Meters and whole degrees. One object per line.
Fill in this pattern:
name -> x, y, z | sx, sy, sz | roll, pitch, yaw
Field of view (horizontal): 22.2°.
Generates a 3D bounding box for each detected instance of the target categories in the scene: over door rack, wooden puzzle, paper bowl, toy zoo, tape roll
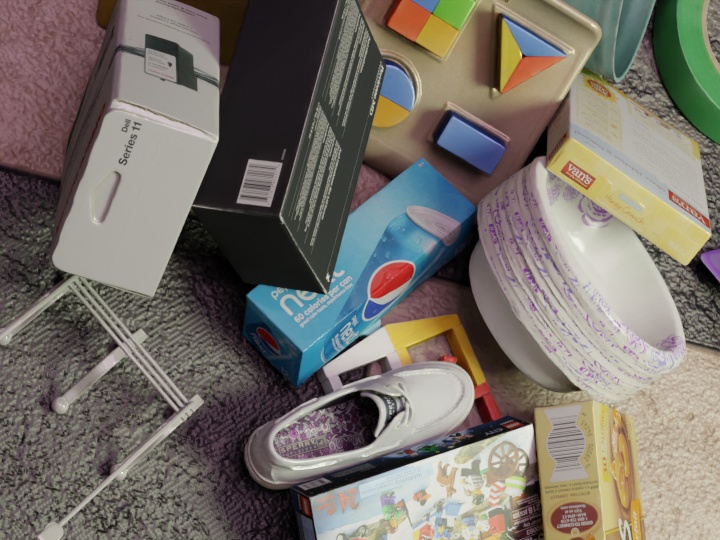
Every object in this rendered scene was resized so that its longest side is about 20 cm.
over door rack -> -0.226, 0.102, 1.347 | 0.148, 0.067, 0.200 | 49, 44, -1
wooden puzzle -> 0.073, -0.156, 1.493 | 0.184, 0.046, 0.201 | 29, 107, -10
paper bowl -> 0.164, 0.016, 1.478 | 0.200, 0.104, 0.201 | 42, 27, -27
toy zoo -> 0.049, 0.121, 1.479 | 0.130, 0.020, 0.202 | -20, 82, -24
tape roll -> 0.366, -0.206, 1.682 | 0.199, 0.048, 0.202 | 6, 72, -19

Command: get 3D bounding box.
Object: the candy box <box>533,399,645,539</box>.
candy box -> 0.186, 0.211, 1.448 | 0.055, 0.115, 0.202 | -9, 75, 24

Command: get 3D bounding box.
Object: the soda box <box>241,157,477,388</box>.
soda box -> 0.000, 0.000, 1.465 | 0.200, 0.064, 0.068 | -39, 72, -25

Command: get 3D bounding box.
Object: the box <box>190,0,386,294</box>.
box -> -0.050, -0.104, 1.378 | 0.078, 0.141, 0.202 | 7, 68, 20

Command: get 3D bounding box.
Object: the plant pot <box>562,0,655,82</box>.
plant pot -> 0.185, -0.277, 1.572 | 0.133, 0.201, 0.202 | 17, 66, 14

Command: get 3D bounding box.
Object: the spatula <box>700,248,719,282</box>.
spatula -> 0.388, -0.023, 1.645 | 0.199, 0.021, 0.057 | -24, 64, -28

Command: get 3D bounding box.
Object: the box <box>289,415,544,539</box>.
box -> 0.051, 0.206, 1.415 | 0.198, 0.038, 0.138 | -16, 103, -25

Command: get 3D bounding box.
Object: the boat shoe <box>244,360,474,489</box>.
boat shoe -> 0.007, 0.113, 1.416 | 0.198, 0.068, 0.073 | -11, 78, -22

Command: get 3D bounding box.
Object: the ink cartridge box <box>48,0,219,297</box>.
ink cartridge box -> -0.163, -0.097, 1.345 | 0.082, 0.147, 0.201 | 18, 29, -14

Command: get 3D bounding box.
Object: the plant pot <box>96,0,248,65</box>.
plant pot -> -0.081, -0.291, 1.456 | 0.193, 0.200, 0.197 | 15, 70, -16

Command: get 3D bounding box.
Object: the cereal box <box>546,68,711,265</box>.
cereal box -> 0.222, -0.095, 1.535 | 0.143, 0.040, 0.200 | 34, 25, -8
